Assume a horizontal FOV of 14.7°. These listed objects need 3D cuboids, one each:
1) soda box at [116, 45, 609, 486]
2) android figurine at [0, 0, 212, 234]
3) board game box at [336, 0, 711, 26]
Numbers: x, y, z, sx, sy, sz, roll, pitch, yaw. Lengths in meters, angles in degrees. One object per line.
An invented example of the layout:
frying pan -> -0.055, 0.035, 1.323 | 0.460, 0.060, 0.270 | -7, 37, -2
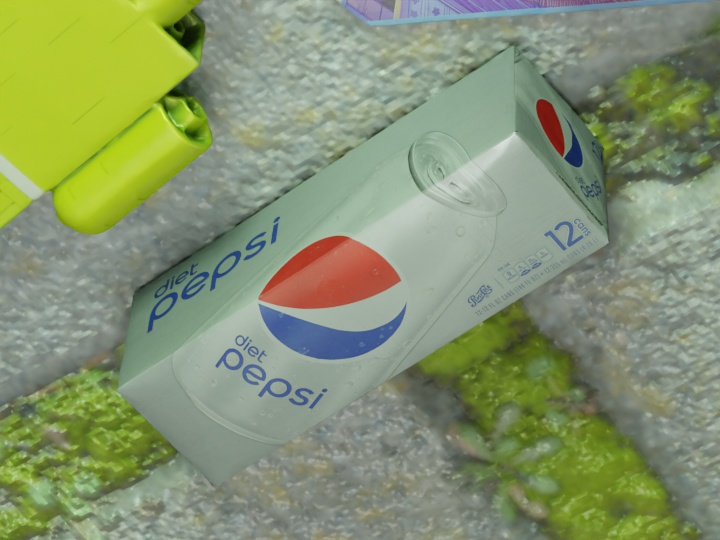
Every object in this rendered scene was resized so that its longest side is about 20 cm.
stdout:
soda box -> 0.000, 0.000, 1.092 | 0.199, 0.068, 0.063 | -32, 118, 22
android figurine -> -0.145, -0.087, 1.055 | 0.200, 0.041, 0.182 | -36, 117, 21
board game box -> 0.060, -0.152, 1.001 | 0.198, 0.039, 0.159 | -4, 125, 4
